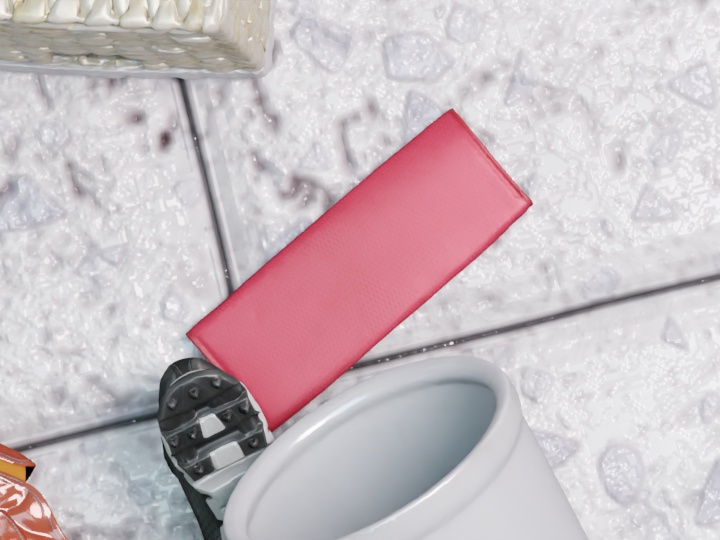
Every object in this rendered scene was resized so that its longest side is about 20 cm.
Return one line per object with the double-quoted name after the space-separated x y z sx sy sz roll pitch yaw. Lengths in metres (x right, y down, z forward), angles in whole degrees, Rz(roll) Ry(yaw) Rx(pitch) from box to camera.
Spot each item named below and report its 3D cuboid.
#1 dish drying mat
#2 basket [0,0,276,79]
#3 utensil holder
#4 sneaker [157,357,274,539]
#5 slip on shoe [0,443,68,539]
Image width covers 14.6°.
0.000 0.000 1.597 0.200 0.018 0.077 -41 86 2 "dish drying mat"
-0.146 -0.216 1.547 0.197 0.161 0.202 3 86 5 "basket"
0.048 0.173 1.483 0.169 0.170 0.201 -30 111 2 "utensil holder"
-0.063 0.130 1.571 0.066 0.091 0.201 -24 112 -5 "sneaker"
-0.215 0.121 1.585 0.061 0.074 0.200 -38 85 -21 "slip on shoe"
